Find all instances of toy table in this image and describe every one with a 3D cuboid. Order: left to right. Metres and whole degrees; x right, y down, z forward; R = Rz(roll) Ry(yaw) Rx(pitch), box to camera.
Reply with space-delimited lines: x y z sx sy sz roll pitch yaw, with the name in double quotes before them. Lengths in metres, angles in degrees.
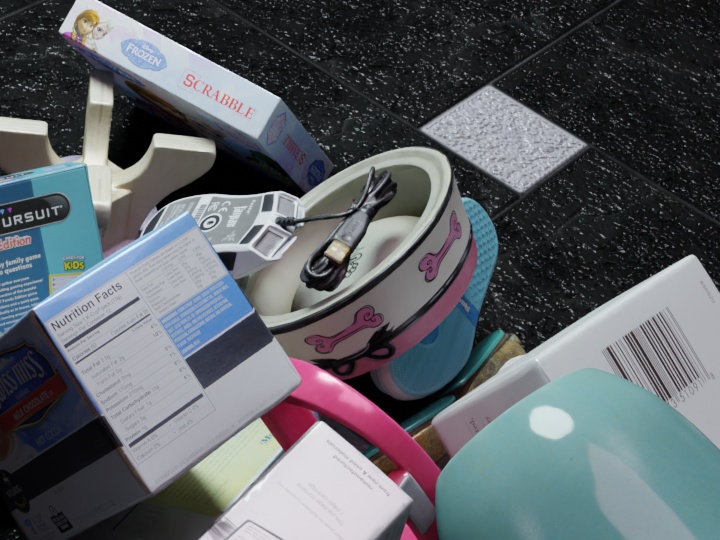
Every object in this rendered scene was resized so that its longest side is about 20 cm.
"toy table" -0.213 -0.061 1.451 0.182 0.118 0.201 -3 41 -21

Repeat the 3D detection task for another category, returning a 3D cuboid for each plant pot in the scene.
"plant pot" 0.139 0.158 1.093 0.199 0.201 0.162 -21 66 -36

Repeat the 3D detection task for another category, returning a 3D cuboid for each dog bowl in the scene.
"dog bowl" 0.000 0.000 1.341 0.199 0.074 0.201 -28 26 15

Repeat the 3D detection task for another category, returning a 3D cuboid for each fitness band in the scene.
"fitness band" 0.001 0.129 1.200 0.143 0.201 0.037 29 69 36

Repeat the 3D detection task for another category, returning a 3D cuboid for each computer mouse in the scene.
"computer mouse" -0.073 -0.023 1.322 0.198 0.044 0.110 -2 45 32

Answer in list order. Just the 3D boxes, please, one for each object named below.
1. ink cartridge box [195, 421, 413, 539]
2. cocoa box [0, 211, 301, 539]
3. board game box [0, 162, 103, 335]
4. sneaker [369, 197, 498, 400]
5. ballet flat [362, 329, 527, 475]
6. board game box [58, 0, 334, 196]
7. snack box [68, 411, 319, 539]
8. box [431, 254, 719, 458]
"ink cartridge box" -0.069 0.211 1.116 0.086 0.147 0.200 37 59 15
"cocoa box" -0.158 0.073 1.147 0.133 0.200 0.132 -35 92 -34
"board game box" -0.247 0.039 1.261 0.150 0.202 0.047 -14 11 -27
"sneaker" 0.026 0.036 1.428 0.080 0.130 0.201 52 42 -22
"ballet flat" 0.074 0.117 1.381 0.070 0.071 0.200 32 44 20
"board game box" -0.134 -0.142 1.531 0.199 0.200 0.041 29 85 17
"snack box" -0.123 0.157 1.254 0.115 0.037 0.200 7 33 30
"box" 0.193 0.129 1.287 0.198 0.131 0.201 -29 86 -40
